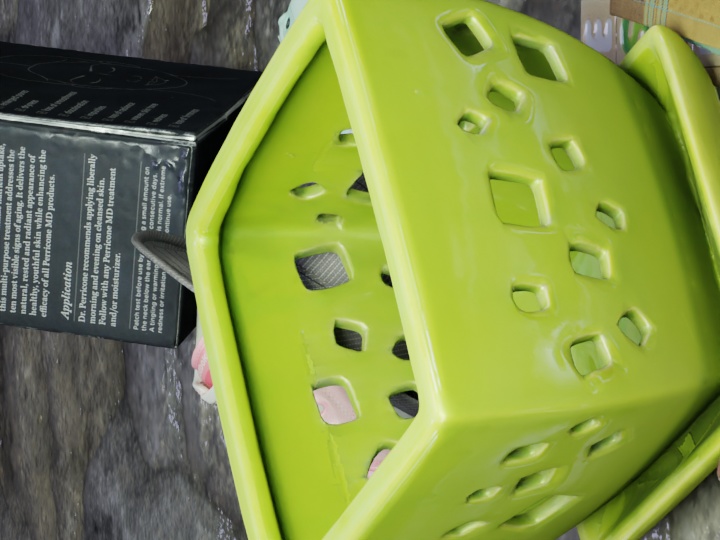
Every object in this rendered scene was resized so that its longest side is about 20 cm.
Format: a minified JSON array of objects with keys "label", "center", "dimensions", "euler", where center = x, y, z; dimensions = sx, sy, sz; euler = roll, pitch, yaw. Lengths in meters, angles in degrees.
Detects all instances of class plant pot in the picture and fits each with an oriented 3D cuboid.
[{"label":"plant pot","center":[0.055,0.014,1.095],"dimensions":[0.200,0.181,0.199],"euler":[124,138,-54]}]

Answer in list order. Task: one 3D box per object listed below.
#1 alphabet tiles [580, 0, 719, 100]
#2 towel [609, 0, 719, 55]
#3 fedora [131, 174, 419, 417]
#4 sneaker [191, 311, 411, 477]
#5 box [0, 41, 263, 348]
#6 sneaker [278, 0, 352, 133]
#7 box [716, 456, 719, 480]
[{"label":"alphabet tiles","center":[0.134,-0.052,1.146],"dimensions":[0.167,0.008,0.201],"euler":[-173,82,-67]},{"label":"towel","center":[0.159,-0.153,1.056],"dimensions":[0.200,0.022,0.147],"euler":[-149,62,-62]},{"label":"fedora","center":[0.000,0.000,1.267],"dimensions":[0.090,0.200,0.177],"euler":[-58,37,2]},{"label":"sneaker","center":[-0.033,0.075,1.419],"dimensions":[0.075,0.104,0.201],"euler":[116,144,-43]},{"label":"box","center":[-0.169,-0.049,1.525],"dimensions":[0.200,0.196,0.124],"euler":[-54,-28,-73]},{"label":"sneaker","center":[-0.014,-0.069,1.386],"dimensions":[0.201,0.074,0.118],"euler":[-61,40,23]},{"label":"box","center":[0.224,0.015,0.739],"dimensions":[0.200,0.164,0.166],"euler":[-142,55,-61]}]
